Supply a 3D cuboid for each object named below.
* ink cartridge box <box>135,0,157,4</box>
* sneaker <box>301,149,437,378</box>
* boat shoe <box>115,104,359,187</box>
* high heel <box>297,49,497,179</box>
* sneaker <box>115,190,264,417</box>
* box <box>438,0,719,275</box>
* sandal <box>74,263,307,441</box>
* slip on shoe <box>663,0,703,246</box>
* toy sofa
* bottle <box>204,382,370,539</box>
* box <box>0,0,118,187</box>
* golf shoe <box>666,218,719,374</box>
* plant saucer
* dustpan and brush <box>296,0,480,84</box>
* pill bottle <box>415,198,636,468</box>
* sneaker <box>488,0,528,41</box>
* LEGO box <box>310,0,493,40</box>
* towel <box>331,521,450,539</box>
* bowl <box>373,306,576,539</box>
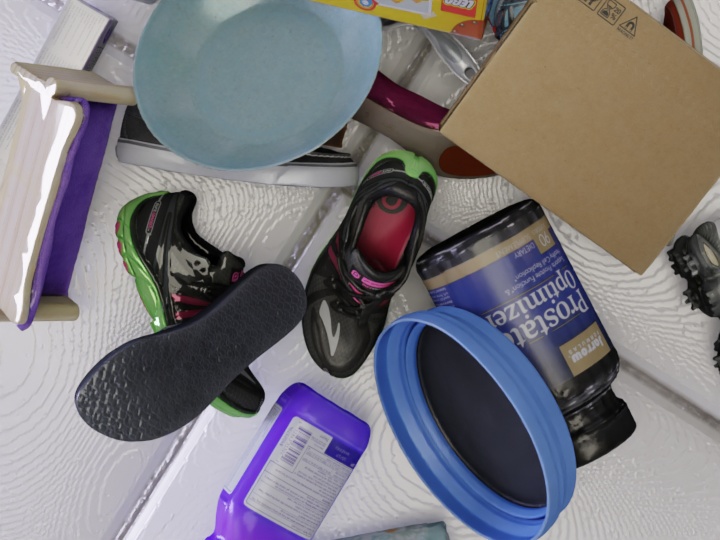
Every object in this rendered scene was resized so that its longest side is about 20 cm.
[{"bbox_3d":[-0.189,-0.285,1.084,0.084,0.200,0.144,-35,93,9],"label":"ink cartridge box"},{"bbox_3d":[0.000,0.000,1.148,0.077,0.084,0.200,19,113,0],"label":"sneaker"},{"bbox_3d":[-0.098,-0.107,1.166,0.199,0.070,0.066,8,97,9],"label":"boat shoe"},{"bbox_3d":[0.045,-0.136,1.165,0.200,0.067,0.096,12,59,-15],"label":"high heel"},{"bbox_3d":[-0.125,0.027,1.164,0.084,0.077,0.200,-25,95,7],"label":"sneaker"},{"bbox_3d":[0.184,-0.115,1.095,0.200,0.021,0.164,34,102,-11],"label":"box"},{"bbox_3d":[-0.128,0.066,1.110,0.200,0.043,0.076,-31,104,-23],"label":"sandal"},{"bbox_3d":[0.234,-0.120,1.147,0.061,0.074,0.201,9,100,5],"label":"slip on shoe"},{"bbox_3d":[-0.238,-0.055,1.132,0.098,0.083,0.200,30,109,38],"label":"toy sofa"},{"bbox_3d":[-0.072,0.192,1.171,0.083,0.065,0.200,32,85,-23],"label":"bottle"},{"bbox_3d":[-0.264,-0.127,1.181,0.041,0.039,0.200,28,96,-2],"label":"box"},{"bbox_3d":[0.326,0.047,1.154,0.094,0.078,0.200,-26,104,-8],"label":"golf shoe"},{"bbox_3d":[-0.077,-0.160,1.122,0.200,0.039,0.202,-5,67,11],"label":"plant saucer"},{"bbox_3d":[0.030,-0.223,1.148,0.140,0.057,0.200,-40,92,6],"label":"dustpan and brush"},{"bbox_3d":[0.136,0.054,1.145,0.112,0.112,0.200,-28,93,5],"label":"pill bottle"},{"bbox_3d":[0.141,-0.189,1.150,0.095,0.079,0.201,10,88,13],"label":"sneaker"},{"bbox_3d":[0.007,-0.264,1.048,0.199,0.149,0.077,14,58,7],"label":"LEGO box"},{"bbox_3d":[0.009,0.319,1.207,0.171,0.048,0.201,-12,94,3],"label":"towel"},{"bbox_3d":[0.088,0.118,1.121,0.039,0.201,0.201,-29,94,-28],"label":"bowl"}]
